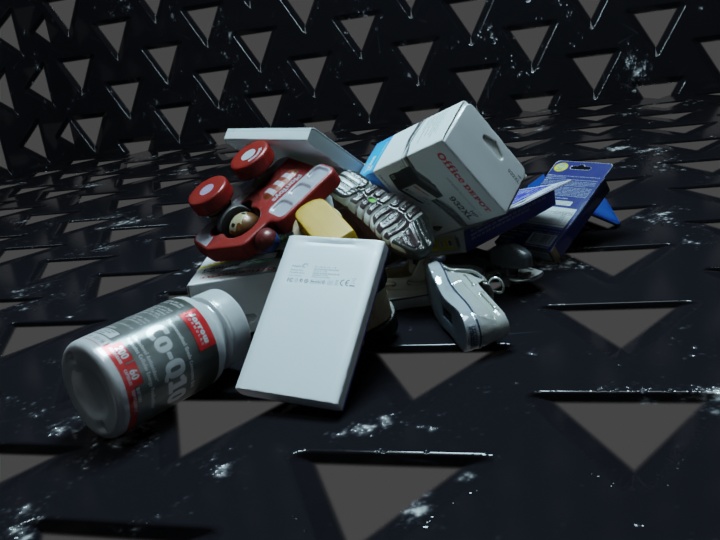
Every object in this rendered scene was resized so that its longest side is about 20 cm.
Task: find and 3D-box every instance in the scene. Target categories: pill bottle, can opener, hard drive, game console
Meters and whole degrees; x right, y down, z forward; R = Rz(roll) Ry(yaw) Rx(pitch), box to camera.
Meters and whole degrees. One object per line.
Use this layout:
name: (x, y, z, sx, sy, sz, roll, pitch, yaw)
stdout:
pill bottle: (-0.229, 0.099, 0.899, 0.113, 0.116, 0.199, 6, 23, 39)
can opener: (0.196, -0.021, 1.159, 0.053, 0.068, 0.199, -16, 19, -24)
hard drive: (-0.053, 0.054, 0.889, 0.130, 0.025, 0.203, 4, 61, 25)
hard drive: (-0.101, -0.180, 1.191, 0.198, 0.027, 0.131, 11, -13, 44)
game console: (0.363, -0.104, 1.431, 0.170, 0.119, 0.200, -36, 9, 19)

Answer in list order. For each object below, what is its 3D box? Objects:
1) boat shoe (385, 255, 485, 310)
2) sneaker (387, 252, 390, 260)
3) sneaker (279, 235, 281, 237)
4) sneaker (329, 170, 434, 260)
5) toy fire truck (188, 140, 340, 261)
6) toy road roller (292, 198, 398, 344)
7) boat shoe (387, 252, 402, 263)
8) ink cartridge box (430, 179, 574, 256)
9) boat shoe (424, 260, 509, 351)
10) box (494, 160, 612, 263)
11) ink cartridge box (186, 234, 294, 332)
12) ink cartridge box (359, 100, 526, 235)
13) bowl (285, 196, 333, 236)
boat shoe: (0.084, 0.008, 1.114, 0.196, 0.071, 0.071, -10, 17, -5)
sneaker: (0.000, 0.000, 1.207, 0.099, 0.072, 0.198, 34, 26, 34)
sneaker: (-0.144, -0.100, 1.268, 0.199, 0.068, 0.090, -37, -21, 7)
sneaker: (0.032, -0.053, 1.121, 0.075, 0.117, 0.200, -31, 53, -24)
toy fire truck: (-0.140, -0.088, 1.102, 0.200, 0.113, 0.167, -44, 35, -18)
toy road roller: (-0.052, 0.021, 0.996, 0.144, 0.124, 0.200, -28, 47, -12)
boat shoe: (0.004, -0.044, 1.317, 0.198, 0.073, 0.066, -19, 24, -17)
ink cartridge box: (0.204, -0.079, 1.208, 0.196, 0.048, 0.199, -26, 12, -27)
boat shoe: (0.143, 0.035, 0.997, 0.085, 0.076, 0.202, -11, 20, -8)
box: (0.321, -0.100, 1.265, 0.201, 0.033, 0.120, -50, 34, -19)
ink cartridge box: (-0.166, 0.020, 1.170, 0.142, 0.085, 0.200, -8, 17, 3)
ink cartridge box: (0.113, -0.135, 1.112, 0.199, 0.145, 0.084, -16, 36, 53)
bowl: (-0.075, -0.086, 1.390, 0.198, 0.092, 0.201, 22, -13, 5)
